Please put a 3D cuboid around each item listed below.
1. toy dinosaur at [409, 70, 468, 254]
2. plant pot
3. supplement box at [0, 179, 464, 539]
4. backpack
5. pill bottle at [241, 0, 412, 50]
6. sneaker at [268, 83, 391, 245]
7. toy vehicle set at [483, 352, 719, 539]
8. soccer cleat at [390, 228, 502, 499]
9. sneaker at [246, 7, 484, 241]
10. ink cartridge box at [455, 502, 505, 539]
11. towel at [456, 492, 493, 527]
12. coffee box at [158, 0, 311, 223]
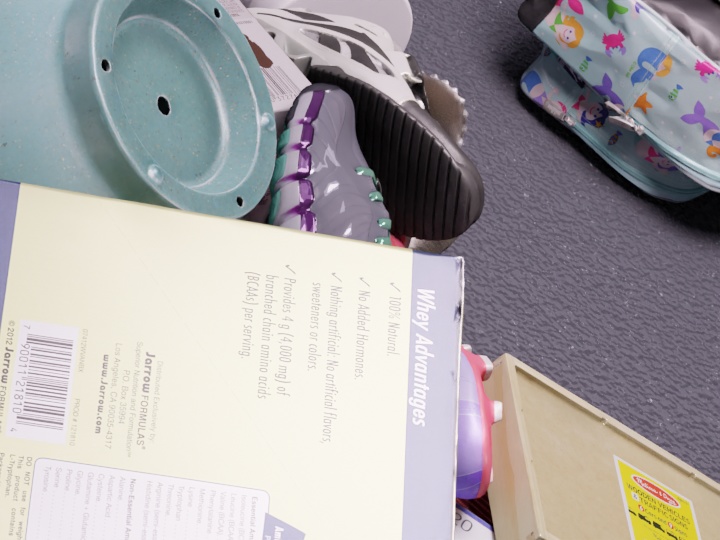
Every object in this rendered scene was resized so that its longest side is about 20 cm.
[{"bbox_3d":[0.019,-0.052,1.447,0.102,0.077,0.200,6,36,-13],"label":"toy dinosaur"},{"bbox_3d":[-0.123,-0.058,1.196,0.200,0.134,0.201,30,51,-44],"label":"plant pot"},{"bbox_3d":[-0.073,0.093,1.059,0.199,0.134,0.200,10,57,-10],"label":"supplement box"},{"bbox_3d":[0.208,-0.131,1.625,0.200,0.151,0.177,36,36,18],"label":"backpack"},{"bbox_3d":[-0.049,-0.194,1.535,0.115,0.116,0.200,4,43,-35],"label":"pill bottle"},{"bbox_3d":[0.000,0.000,1.253,0.087,0.075,0.200,3,55,6],"label":"sneaker"},{"bbox_3d":[0.141,0.133,1.309,0.200,0.027,0.124,32,30,-28],"label":"toy vehicle set"},{"bbox_3d":[0.010,0.043,1.287,0.076,0.067,0.200,-4,36,-16],"label":"soccer cleat"},{"bbox_3d":[0.007,-0.087,1.368,0.088,0.074,0.200,-21,45,-37],"label":"sneaker"},{"bbox_3d":[-0.056,0.130,1.186,0.196,0.043,0.200,33,34,6],"label":"ink cartridge box"},{"bbox_3d":[0.006,0.089,1.308,0.200,0.023,0.144,42,33,12],"label":"towel"},{"bbox_3d":[-0.121,-0.107,1.371,0.080,0.113,0.200,-14,54,-44],"label":"coffee box"}]
